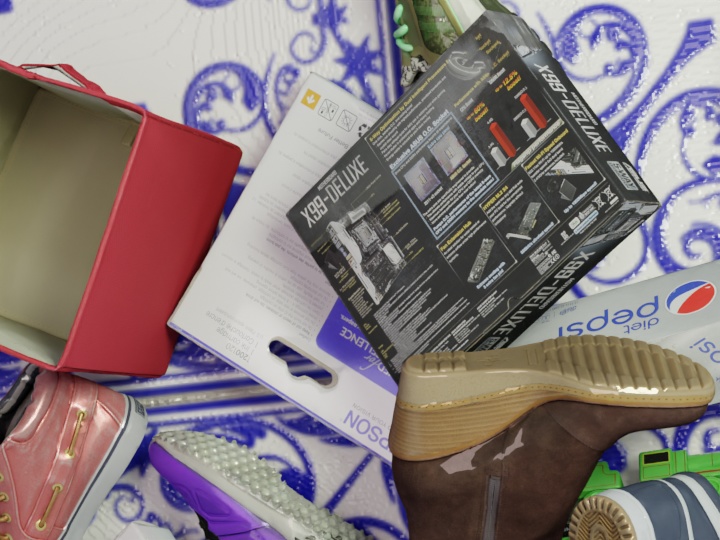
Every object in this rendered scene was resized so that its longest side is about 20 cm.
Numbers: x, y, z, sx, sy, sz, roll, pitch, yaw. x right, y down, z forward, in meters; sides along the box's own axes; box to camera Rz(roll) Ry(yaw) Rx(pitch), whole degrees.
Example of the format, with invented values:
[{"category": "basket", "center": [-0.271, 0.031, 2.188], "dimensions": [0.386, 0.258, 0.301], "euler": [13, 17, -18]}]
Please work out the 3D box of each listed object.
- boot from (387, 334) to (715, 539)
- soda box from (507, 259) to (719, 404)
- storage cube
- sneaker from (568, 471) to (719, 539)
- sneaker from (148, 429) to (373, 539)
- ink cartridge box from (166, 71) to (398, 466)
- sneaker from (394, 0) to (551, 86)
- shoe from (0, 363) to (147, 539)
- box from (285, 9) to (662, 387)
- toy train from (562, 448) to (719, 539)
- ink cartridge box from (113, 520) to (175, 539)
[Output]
[{"category": "boot", "center": [0.118, 0.128, 1.388], "dimensions": [0.200, 0.072, 0.167], "euler": [-1, 115, 9]}, {"category": "soda box", "center": [0.183, 0.050, 1.423], "dimensions": [0.200, 0.068, 0.063], "euler": [-17, 123, 16]}, {"category": "storage cube", "center": [-0.209, -0.036, 1.505], "dimensions": [0.171, 0.180, 0.200], "euler": [19, 92, 18]}, {"category": "sneaker", "center": [0.180, 0.217, 1.361], "dimensions": [0.070, 0.108, 0.200], "euler": [15, 113, 43]}, {"category": "sneaker", "center": [-0.075, 0.188, 1.509], "dimensions": [0.200, 0.070, 0.100], "euler": [33, 103, 19]}, {"category": "ink cartridge box", "center": [0.000, 0.000, 1.508], "dimensions": [0.198, 0.043, 0.200], "euler": [32, 95, 17]}, {"category": "sneaker", "center": [0.045, -0.163, 1.487], "dimensions": [0.089, 0.077, 0.200], "euler": [-42, 73, 24]}, {"category": "shoe", "center": [-0.234, 0.158, 1.541], "dimensions": [0.091, 0.071, 0.200], "euler": [30, 93, -26]}, {"category": "box", "center": [0.066, -0.037, 1.408], "dimensions": [0.200, 0.050, 0.158], "euler": [-45, 65, 25]}, {"category": "toy train", "center": [0.204, 0.139, 1.429], "dimensions": [0.200, 0.042, 0.056], "euler": [-8, 40, 12]}, {"category": "ink cartridge box", "center": [-0.144, 0.295, 1.504], "dimensions": [0.163, 0.057, 0.200], "euler": [-46, 56, 17]}]
